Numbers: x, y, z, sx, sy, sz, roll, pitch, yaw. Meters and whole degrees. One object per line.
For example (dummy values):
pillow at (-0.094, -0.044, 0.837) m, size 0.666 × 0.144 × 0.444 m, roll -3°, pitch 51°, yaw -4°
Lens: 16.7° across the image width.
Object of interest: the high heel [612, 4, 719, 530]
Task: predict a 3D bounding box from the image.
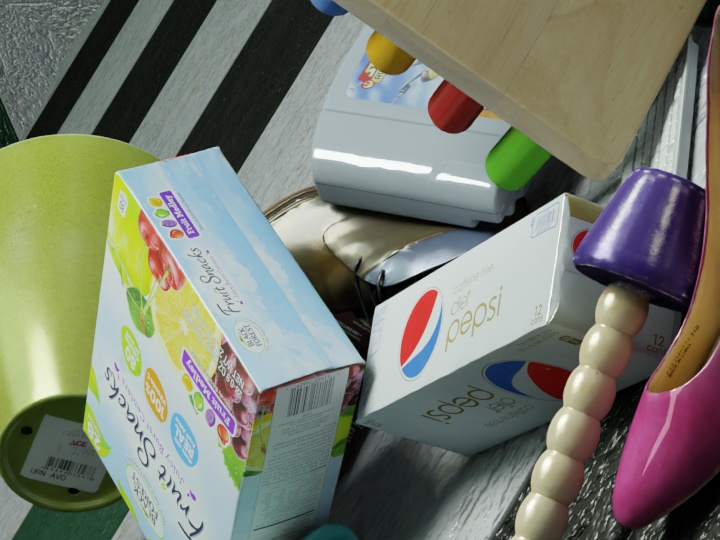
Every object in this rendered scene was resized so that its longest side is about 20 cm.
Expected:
high heel at (0.131, -0.001, 0.956) m, size 0.201 × 0.096 × 0.067 m, roll -57°, pitch 14°, yaw 4°

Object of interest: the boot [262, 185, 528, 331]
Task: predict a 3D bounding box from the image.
boot at (0.000, 0.000, 1.331) m, size 0.199 × 0.075 × 0.097 m, roll -24°, pitch 29°, yaw 4°

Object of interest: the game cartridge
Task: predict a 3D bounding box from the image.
game cartridge at (0.057, -0.109, 1.360) m, size 0.201 × 0.132 × 0.042 m, roll -59°, pitch -30°, yaw -36°

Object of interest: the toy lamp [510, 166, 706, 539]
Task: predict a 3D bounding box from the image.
toy lamp at (0.094, 0.056, 1.006) m, size 0.201 × 0.058 × 0.058 m, roll -69°, pitch 15°, yaw -4°

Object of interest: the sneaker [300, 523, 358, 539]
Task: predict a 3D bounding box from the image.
sneaker at (-0.023, 0.175, 1.172) m, size 0.080 × 0.077 × 0.200 m, roll -47°, pitch 15°, yaw 7°

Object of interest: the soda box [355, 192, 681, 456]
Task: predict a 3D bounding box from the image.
soda box at (0.071, 0.030, 1.135) m, size 0.200 × 0.068 × 0.064 m, roll -32°, pitch 44°, yaw 61°

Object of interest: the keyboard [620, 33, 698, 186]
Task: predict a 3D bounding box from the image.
keyboard at (0.140, -0.041, 1.187) m, size 0.056 × 0.011 × 0.201 m, roll -48°, pitch 17°, yaw 37°

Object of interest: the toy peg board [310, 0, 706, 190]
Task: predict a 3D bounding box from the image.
toy peg board at (0.067, -0.154, 1.262) m, size 0.201 × 0.198 × 0.098 m, roll -59°, pitch 5°, yaw -34°

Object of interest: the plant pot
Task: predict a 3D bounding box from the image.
plant pot at (-0.177, 0.049, 1.513) m, size 0.187 × 0.186 × 0.201 m, roll -51°, pitch 28°, yaw 27°

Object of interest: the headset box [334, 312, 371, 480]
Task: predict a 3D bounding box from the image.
headset box at (-0.028, 0.032, 1.475) m, size 0.201 × 0.077 × 0.149 m, roll -63°, pitch 15°, yaw -22°

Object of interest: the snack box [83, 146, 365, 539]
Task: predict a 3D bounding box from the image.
snack box at (-0.077, 0.068, 1.284) m, size 0.169 × 0.067 × 0.201 m, roll 54°, pitch 147°, yaw 36°
